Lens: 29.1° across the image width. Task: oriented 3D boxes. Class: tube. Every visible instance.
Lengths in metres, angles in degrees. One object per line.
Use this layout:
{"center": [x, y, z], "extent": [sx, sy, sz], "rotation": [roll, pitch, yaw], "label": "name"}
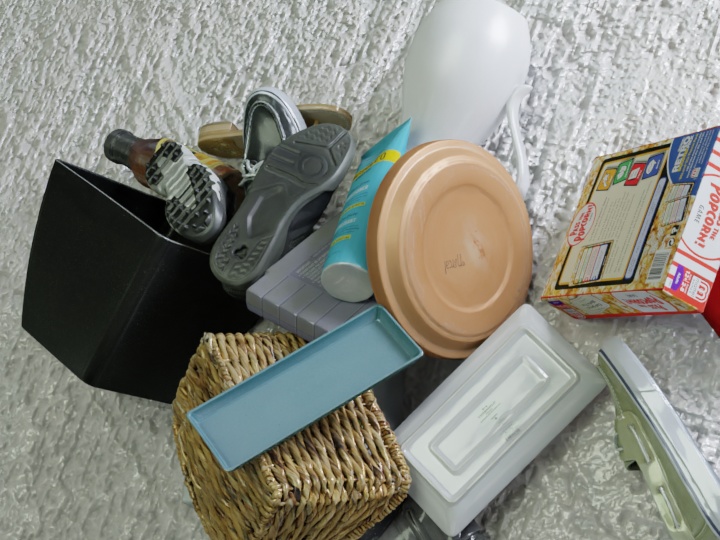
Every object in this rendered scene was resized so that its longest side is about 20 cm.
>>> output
{"center": [0.008, -0.059, 1.299], "extent": [0.077, 0.050, 0.201], "rotation": [-30, 32, 37], "label": "tube"}

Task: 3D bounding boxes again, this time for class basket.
{"center": [-0.068, 0.166, 1.249], "extent": [0.201, 0.148, 0.143], "rotation": [60, 137, 37], "label": "basket"}

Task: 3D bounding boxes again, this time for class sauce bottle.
{"center": [-0.216, -0.115, 1.573], "extent": [0.199, 0.066, 0.066], "rotation": [25, 81, 34], "label": "sauce bottle"}

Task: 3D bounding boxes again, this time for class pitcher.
{"center": [0.114, -0.163, 1.382], "extent": [0.171, 0.121, 0.201], "rotation": [22, 90, 24], "label": "pitcher"}

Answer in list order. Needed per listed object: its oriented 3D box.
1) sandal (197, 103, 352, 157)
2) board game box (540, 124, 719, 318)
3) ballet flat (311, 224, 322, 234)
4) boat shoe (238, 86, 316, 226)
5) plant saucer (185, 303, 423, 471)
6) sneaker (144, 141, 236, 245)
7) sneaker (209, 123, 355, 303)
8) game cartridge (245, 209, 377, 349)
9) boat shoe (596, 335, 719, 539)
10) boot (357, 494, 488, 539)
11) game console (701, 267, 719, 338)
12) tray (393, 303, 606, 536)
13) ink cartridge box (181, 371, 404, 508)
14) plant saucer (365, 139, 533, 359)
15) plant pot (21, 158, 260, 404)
{"center": [-0.097, -0.126, 1.508], "extent": [0.210, 0.077, 0.070], "rotation": [-4, 67, 38], "label": "sandal"}
{"center": [0.248, -0.037, 1.213], "extent": [0.152, 0.046, 0.200], "rotation": [-67, 19, -11], "label": "board game box"}
{"center": [0.032, 0.005, 1.383], "extent": [0.200, 0.072, 0.072], "rotation": [36, 88, 35], "label": "ballet flat"}
{"center": [-0.093, -0.090, 1.434], "extent": [0.073, 0.068, 0.201], "rotation": [-3, 95, 21], "label": "boat shoe"}
{"center": [-0.045, 0.100, 1.171], "extent": [0.199, 0.019, 0.070], "rotation": [-30, 55, -19], "label": "plant saucer"}
{"center": [-0.157, -0.067, 1.410], "extent": [0.067, 0.090, 0.200], "rotation": [-49, 30, 4], "label": "sneaker"}
{"center": [-0.071, -0.050, 1.369], "extent": [0.076, 0.114, 0.200], "rotation": [26, 72, 16], "label": "sneaker"}
{"center": [0.000, 0.000, 1.311], "extent": [0.129, 0.039, 0.200], "rotation": [22, 45, 32], "label": "game cartridge"}
{"center": [0.248, 0.146, 1.177], "extent": [0.062, 0.072, 0.201], "rotation": [-34, 58, 9], "label": "boat shoe"}
{"center": [0.091, 0.224, 1.244], "extent": [0.131, 0.070, 0.201], "rotation": [35, 85, 26], "label": "boot"}
{"center": [0.372, -0.034, 1.223], "extent": [0.199, 0.119, 0.173], "rotation": [-37, 23, 9], "label": "game console"}
{"center": [0.115, 0.129, 1.230], "extent": [0.200, 0.022, 0.107], "rotation": [-44, 71, -7], "label": "tray"}
{"center": [-0.066, 0.162, 1.343], "extent": [0.199, 0.083, 0.148], "rotation": [-9, 62, 27], "label": "ink cartridge box"}
{"center": [0.089, -0.020, 1.268], "extent": [0.032, 0.200, 0.202], "rotation": [-3, 64, 51], "label": "plant saucer"}
{"center": [-0.238, 0.023, 1.452], "extent": [0.200, 0.199, 0.178], "rotation": [34, 97, 36], "label": "plant pot"}
